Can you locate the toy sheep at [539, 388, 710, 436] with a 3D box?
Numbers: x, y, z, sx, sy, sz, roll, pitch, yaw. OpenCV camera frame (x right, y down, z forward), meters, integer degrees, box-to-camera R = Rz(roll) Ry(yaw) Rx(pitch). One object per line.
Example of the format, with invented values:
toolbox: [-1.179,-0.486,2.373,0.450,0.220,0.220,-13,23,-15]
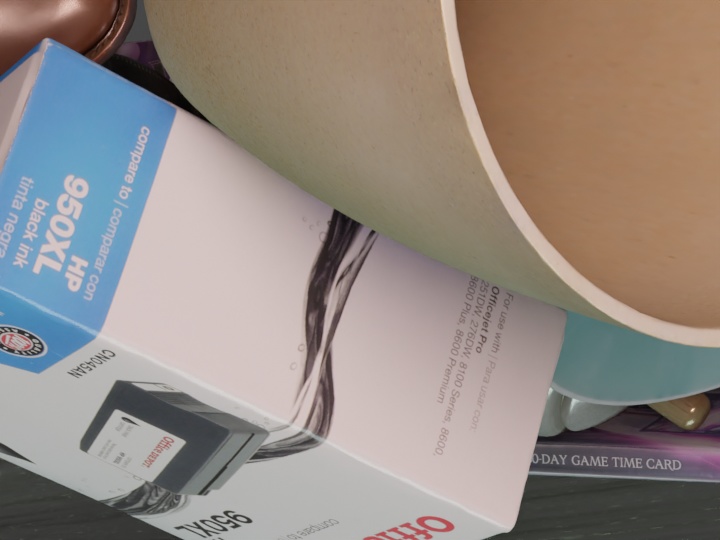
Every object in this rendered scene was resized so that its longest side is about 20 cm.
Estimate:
toy sheep: [0.072,0.010,1.138,0.199,0.139,0.138,28,179,22]

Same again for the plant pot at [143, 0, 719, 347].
plant pot: [0.033,-0.082,0.700,0.186,0.189,0.199,7,179,-37]

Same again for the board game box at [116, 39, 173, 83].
board game box: [-0.080,-0.064,1.039,0.198,0.033,0.120,-5,163,14]

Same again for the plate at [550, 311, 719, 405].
plate: [0.141,-0.023,0.886,0.199,0.026,0.201,-20,150,-12]

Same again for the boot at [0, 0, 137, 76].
boot: [-0.174,-0.105,0.776,0.185,0.065,0.200,-6,163,4]

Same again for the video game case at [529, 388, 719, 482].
video game case: [0.134,0.071,1.175,0.199,0.019,0.143,1,-170,26]

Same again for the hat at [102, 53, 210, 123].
hat: [-0.100,-0.031,0.957,0.199,0.081,0.201,5,152,2]

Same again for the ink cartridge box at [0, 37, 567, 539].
ink cartridge box: [-0.055,0.024,0.840,0.199,0.085,0.144,26,154,-21]
